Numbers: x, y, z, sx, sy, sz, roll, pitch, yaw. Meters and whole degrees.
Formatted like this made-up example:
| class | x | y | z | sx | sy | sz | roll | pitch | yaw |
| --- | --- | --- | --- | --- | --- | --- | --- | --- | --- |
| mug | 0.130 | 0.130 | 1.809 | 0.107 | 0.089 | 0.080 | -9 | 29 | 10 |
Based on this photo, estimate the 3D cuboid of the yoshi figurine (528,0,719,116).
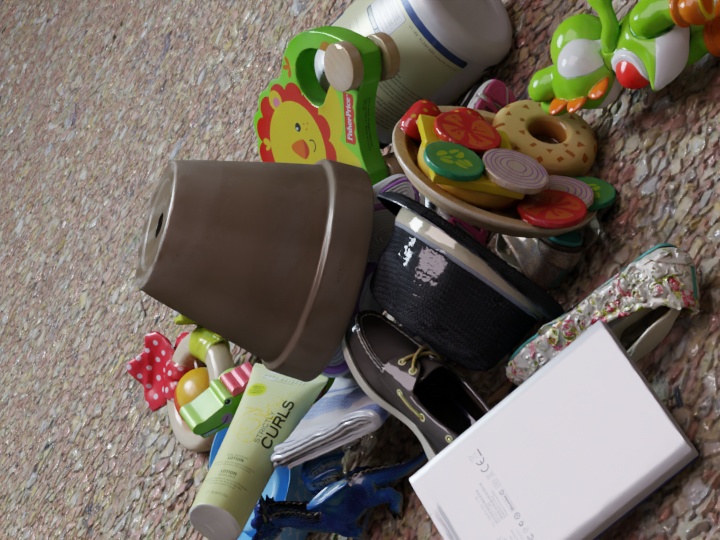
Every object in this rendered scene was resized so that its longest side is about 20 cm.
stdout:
| class | x | y | z | sx | sy | sz | roll | pitch | yaw |
| --- | --- | --- | --- | --- | --- | --- | --- | --- | --- |
| yoshi figurine | 0.232 | -0.205 | 1.535 | 0.199 | 0.113 | 0.112 | -23 | 1 | 37 |

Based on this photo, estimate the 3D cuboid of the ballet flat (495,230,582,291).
| class | x | y | z | sx | sy | sz | roll | pitch | yaw |
| --- | --- | --- | --- | --- | --- | --- | --- | --- | --- |
| ballet flat | 0.129 | -0.053 | 1.587 | 0.201 | 0.067 | 0.068 | 60 | 138 | 46 |

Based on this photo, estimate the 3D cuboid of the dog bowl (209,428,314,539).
| class | x | y | z | sx | sy | sz | roll | pitch | yaw |
| --- | --- | --- | --- | --- | --- | --- | --- | --- | --- |
| dog bowl | -0.093 | 0.203 | 1.749 | 0.112 | 0.049 | 0.201 | -48 | 31 | 21 |

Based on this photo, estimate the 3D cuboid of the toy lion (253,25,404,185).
| class | x | y | z | sx | sy | sz | roll | pitch | yaw |
| --- | --- | --- | --- | --- | --- | --- | --- | --- | --- |
| toy lion | -0.041 | -0.148 | 1.776 | 0.191 | 0.068 | 0.202 | 22 | 123 | 46 |

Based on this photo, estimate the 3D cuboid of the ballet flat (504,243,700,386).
| class | x | y | z | sx | sy | sz | roll | pitch | yaw |
| --- | --- | --- | --- | --- | --- | --- | --- | --- | --- |
| ballet flat | 0.193 | 0.054 | 1.414 | 0.200 | 0.075 | 0.064 | -43 | 53 | 35 |

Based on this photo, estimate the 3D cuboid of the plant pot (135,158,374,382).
| class | x | y | z | sx | sy | sz | roll | pitch | yaw |
| --- | --- | --- | --- | --- | --- | --- | --- | --- | --- |
| plant pot | -0.102 | -0.017 | 1.572 | 0.200 | 0.172 | 0.202 | -165 | 90 | -73 |

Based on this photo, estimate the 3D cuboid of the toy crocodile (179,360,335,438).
| class | x | y | z | sx | sy | sz | roll | pitch | yaw |
| --- | --- | --- | --- | --- | --- | --- | --- | --- | --- |
| toy crocodile | -0.082 | 0.106 | 1.728 | 0.198 | 0.062 | 0.068 | -22 | 38 | -13 |

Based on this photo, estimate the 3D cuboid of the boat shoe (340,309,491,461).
| class | x | y | z | sx | sy | sz | roll | pitch | yaw |
| --- | --- | --- | --- | --- | --- | --- | --- | --- | --- |
| boat shoe | 0.059 | 0.102 | 1.494 | 0.201 | 0.071 | 0.061 | 49 | 138 | 23 |

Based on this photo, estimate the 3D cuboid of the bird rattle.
| class | x | y | z | sx | sy | sz | roll | pitch | yaw |
| --- | --- | --- | --- | --- | --- | --- | --- | --- | --- |
| bird rattle | -0.184 | 0.118 | 1.927 | 0.200 | 0.112 | 0.165 | -38 | 52 | 39 |

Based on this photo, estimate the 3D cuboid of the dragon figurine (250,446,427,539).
| class | x | y | z | sx | sy | sz | roll | pitch | yaw |
| --- | --- | --- | --- | --- | --- | --- | --- | --- | --- |
| dragon figurine | -0.017 | 0.194 | 1.584 | 0.200 | 0.099 | 0.059 | -44 | 33 | 26 |

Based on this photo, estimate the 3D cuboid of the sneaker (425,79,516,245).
| class | x | y | z | sx | sy | sz | roll | pitch | yaw |
| --- | --- | --- | --- | --- | --- | --- | --- | --- | --- |
| sneaker | 0.090 | -0.090 | 1.696 | 0.087 | 0.073 | 0.202 | 2 | 70 | 51 |

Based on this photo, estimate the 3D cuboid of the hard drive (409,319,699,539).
| class | x | y | z | sx | sy | sz | roll | pitch | yaw |
| --- | --- | --- | --- | --- | --- | --- | --- | --- | --- |
| hard drive | 0.145 | 0.152 | 1.359 | 0.200 | 0.025 | 0.132 | -41 | 57 | 12 |

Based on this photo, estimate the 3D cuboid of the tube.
| class | x | y | z | sx | sy | sz | roll | pitch | yaw |
| --- | --- | --- | --- | --- | --- | --- | --- | --- | --- |
| tube | -0.099 | 0.159 | 1.626 | 0.052 | 0.058 | 0.201 | -38 | 17 | 43 |

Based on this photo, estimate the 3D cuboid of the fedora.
| class | x | y | z | sx | sy | sz | roll | pitch | yaw |
| --- | --- | --- | --- | --- | --- | --- | --- | --- | --- |
| fedora | 0.075 | 0.019 | 1.498 | 0.092 | 0.200 | 0.200 | -55 | 29 | -2 |

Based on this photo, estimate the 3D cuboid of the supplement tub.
| class | x | y | z | sx | sy | sz | roll | pitch | yaw |
| --- | --- | --- | --- | --- | --- | --- | --- | --- | --- |
| supplement tub | 0.042 | -0.223 | 1.817 | 0.200 | 0.144 | 0.146 | -38 | 36 | 33 |

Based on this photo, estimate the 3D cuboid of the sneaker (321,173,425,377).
| class | x | y | z | sx | sy | sz | roll | pitch | yaw |
| --- | --- | --- | --- | --- | --- | --- | --- | --- | --- |
| sneaker | 0.000 | 0.000 | 1.673 | 0.202 | 0.074 | 0.100 | -64 | 0 | 5 |

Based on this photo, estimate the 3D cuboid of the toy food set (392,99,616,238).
| class | x | y | z | sx | sy | sz | roll | pitch | yaw |
| --- | --- | --- | --- | --- | --- | --- | --- | --- | --- |
| toy food set | 0.124 | -0.094 | 1.536 | 0.199 | 0.198 | 0.049 | -101 | 26 | -54 |

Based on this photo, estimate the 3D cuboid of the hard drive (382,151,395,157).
| class | x | y | z | sx | sy | sz | roll | pitch | yaw |
| --- | --- | --- | --- | --- | --- | --- | --- | --- | --- |
| hard drive | 0.010 | -0.051 | 1.826 | 0.199 | 0.038 | 0.141 | -14 | 52 | 54 |

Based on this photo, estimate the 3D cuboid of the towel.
| class | x | y | z | sx | sy | sz | roll | pitch | yaw |
| --- | --- | --- | --- | --- | --- | --- | --- | --- | --- |
| towel | 0.011 | 0.101 | 1.613 | 0.146 | 0.024 | 0.200 | -28 | 14 | 42 |
